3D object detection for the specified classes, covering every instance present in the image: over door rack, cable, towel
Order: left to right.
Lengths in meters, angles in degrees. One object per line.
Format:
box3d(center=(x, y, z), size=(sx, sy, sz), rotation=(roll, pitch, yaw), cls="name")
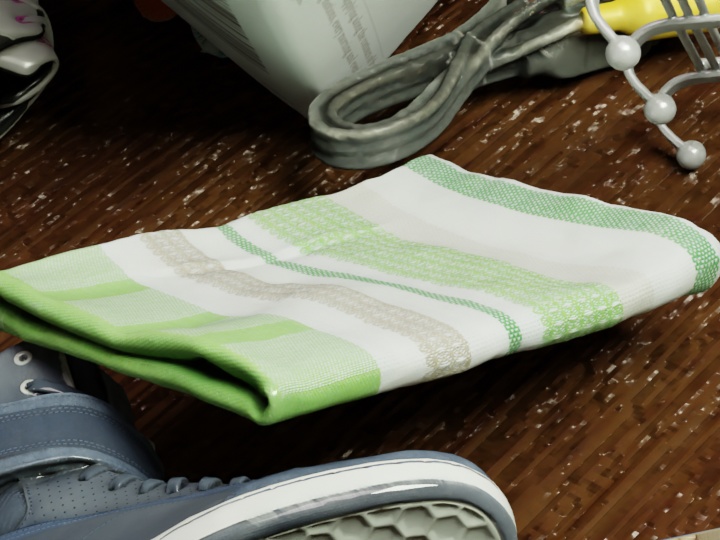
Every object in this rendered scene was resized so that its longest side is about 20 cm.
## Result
box3d(center=(0.000, 0.000, 0.733), size=(0.200, 0.031, 0.149), rotation=(-14, 19, -42), cls="towel")
box3d(center=(0.055, -0.098, 0.885), size=(0.200, 0.050, 0.097), rotation=(-18, 40, -28), cls="cable")
box3d(center=(0.187, -0.082, 0.770), size=(0.200, 0.148, 0.067), rotation=(-15, 75, 13), cls="over door rack")

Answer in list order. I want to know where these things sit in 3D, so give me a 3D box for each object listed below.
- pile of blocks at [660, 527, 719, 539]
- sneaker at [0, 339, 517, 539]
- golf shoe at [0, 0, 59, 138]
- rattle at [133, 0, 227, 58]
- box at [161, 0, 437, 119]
box3d(center=(0.106, 0.104, 0.658), size=(0.200, 0.082, 0.062), rotation=(-13, 82, 9), cls="pile of blocks")
box3d(center=(-0.053, 0.066, 0.675), size=(0.202, 0.077, 0.146), rotation=(-23, 35, 16), cls="sneaker")
box3d(center=(-0.155, -0.094, 0.922), size=(0.092, 0.073, 0.200), rotation=(10, 52, 15), cls="golf shoe")
box3d(center=(0.001, -0.182, 0.948), size=(0.200, 0.143, 0.130), rotation=(-11, 58, -12), cls="rattle")
box3d(center=(-0.043, -0.195, 0.838), size=(0.200, 0.199, 0.171), rotation=(41, 86, 13), cls="box")
